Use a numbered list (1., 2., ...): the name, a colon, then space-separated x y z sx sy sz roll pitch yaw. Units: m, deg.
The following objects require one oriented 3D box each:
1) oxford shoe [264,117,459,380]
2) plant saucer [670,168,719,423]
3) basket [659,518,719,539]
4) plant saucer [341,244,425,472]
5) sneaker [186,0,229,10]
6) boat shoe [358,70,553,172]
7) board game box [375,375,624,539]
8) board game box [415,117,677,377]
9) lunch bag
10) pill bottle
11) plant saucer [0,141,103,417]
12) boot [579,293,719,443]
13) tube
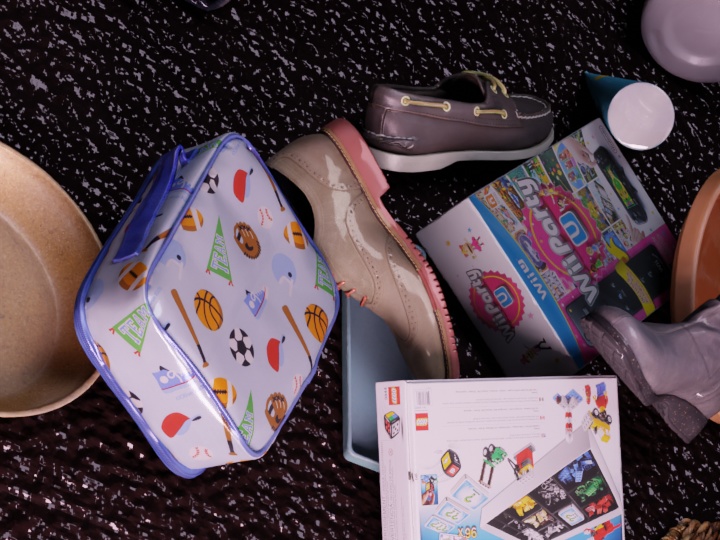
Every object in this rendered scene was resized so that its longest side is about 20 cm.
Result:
1. oxford shoe: 0.000 0.000 1.452 0.074 0.070 0.201 -24 77 -19
2. plant saucer: 0.287 0.019 1.662 0.200 0.032 0.202 -5 97 -54
3. basket: 0.259 0.276 1.476 0.200 0.148 0.144 -42 123 -50
4. plant saucer: 0.015 0.055 1.468 0.070 0.019 0.201 23 47 -27
5. sneaker: -0.096 -0.227 1.563 0.199 0.074 0.081 -5 68 -35
6. boat shoe: 0.078 -0.116 1.608 0.071 0.061 0.200 23 24 38
7. board game box: 0.096 0.134 1.425 0.199 0.034 0.127 2 84 -41
8. board game box: 0.149 -0.010 1.591 0.200 0.064 0.148 -32 88 -49
9. lunch bag: -0.094 0.014 1.329 0.161 0.075 0.200 55 33 -24
10. pill bottle: 0.317 -0.267 1.920 0.111 0.111 0.201 36 42 -14
11. plant saucer: -0.237 0.005 1.269 0.199 0.035 0.201 23 46 -26
12. boot: 0.237 0.037 1.503 0.070 0.132 0.200 53 8 28
13. tube: 0.213 -0.127 1.715 0.078 0.050 0.200 50 5 -5
